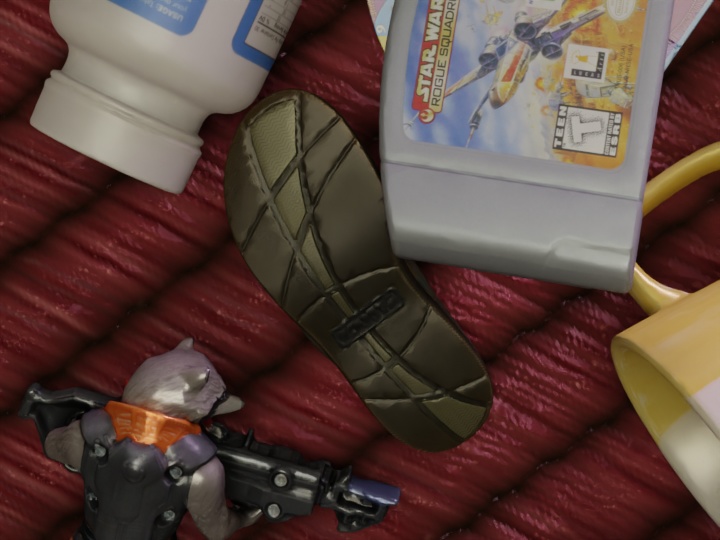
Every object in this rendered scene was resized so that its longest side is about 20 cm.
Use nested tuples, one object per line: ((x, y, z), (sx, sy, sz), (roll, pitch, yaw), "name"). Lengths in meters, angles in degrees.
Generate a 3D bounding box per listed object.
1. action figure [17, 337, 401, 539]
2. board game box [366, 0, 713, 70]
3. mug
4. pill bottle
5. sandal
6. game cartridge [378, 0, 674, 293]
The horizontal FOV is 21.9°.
((-0.084, 0.132, 0.915), (0.198, 0.105, 0.195), (8, 102, 4), "action figure")
((0.098, -0.158, 0.922), (0.158, 0.039, 0.201), (35, 93, 0), "board game box")
((0.213, 0.035, 0.878), (0.153, 0.149, 0.187), (-36, 106, -5), "mug")
((-0.082, -0.145, 0.895), (0.112, 0.112, 0.201), (26, 93, 1), "pill bottle")
((0.000, 0.000, 0.932), (0.082, 0.055, 0.200), (-35, 105, 9), "sandal")
((0.078, -0.098, 0.878), (0.132, 0.042, 0.201), (9, 84, 4), "game cartridge")
